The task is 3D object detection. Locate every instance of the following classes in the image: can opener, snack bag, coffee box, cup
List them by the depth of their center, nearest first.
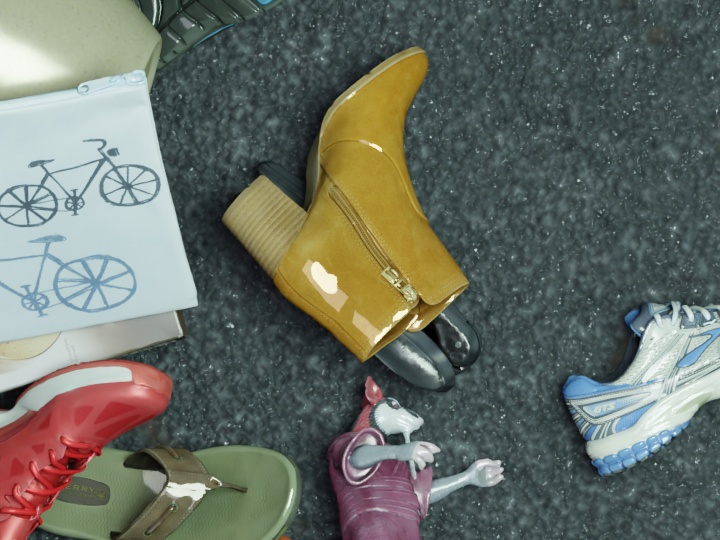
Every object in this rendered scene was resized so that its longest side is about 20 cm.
[{"bbox_3d":[-0.205,-0.033,1.301,0.187,0.201,0.022,-10,45,-1],"label":"snack bag"},{"bbox_3d":[-0.206,-0.121,1.339,0.142,0.200,0.202,19,88,-1],"label":"cup"},{"bbox_3d":[-0.223,0.018,1.414,0.198,0.080,0.114,-17,89,-2],"label":"coffee box"},{"bbox_3d":[0.000,0.000,1.432,0.063,0.079,0.200,-44,80,2],"label":"can opener"}]

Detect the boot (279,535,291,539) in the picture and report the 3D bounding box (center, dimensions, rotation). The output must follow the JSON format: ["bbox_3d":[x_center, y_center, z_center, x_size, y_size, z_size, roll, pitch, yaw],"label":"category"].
[{"bbox_3d":[-0.029,0.268,1.427,0.106,0.075,0.202,-5,84,-20],"label":"boot"}]

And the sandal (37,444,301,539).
[{"bbox_3d":[-0.137,0.149,1.405,0.199,0.057,0.080,1,73,12],"label":"sandal"}]

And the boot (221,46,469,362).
[{"bbox_3d":[0.020,-0.042,1.401,0.144,0.071,0.201,41,64,7],"label":"boot"}]

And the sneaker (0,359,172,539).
[{"bbox_3d":[-0.200,0.138,1.375,0.199,0.078,0.116,-24,58,28],"label":"sneaker"}]

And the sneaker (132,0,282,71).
[{"bbox_3d":[-0.123,-0.175,1.431,0.199,0.082,0.074,-16,99,17],"label":"sneaker"}]

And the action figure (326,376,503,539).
[{"bbox_3d":[0.012,0.167,1.407,0.148,0.134,0.201,-25,54,20],"label":"action figure"}]

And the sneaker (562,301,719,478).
[{"bbox_3d":[0.221,0.050,1.430,0.199,0.077,0.085,-36,86,-3],"label":"sneaker"}]
